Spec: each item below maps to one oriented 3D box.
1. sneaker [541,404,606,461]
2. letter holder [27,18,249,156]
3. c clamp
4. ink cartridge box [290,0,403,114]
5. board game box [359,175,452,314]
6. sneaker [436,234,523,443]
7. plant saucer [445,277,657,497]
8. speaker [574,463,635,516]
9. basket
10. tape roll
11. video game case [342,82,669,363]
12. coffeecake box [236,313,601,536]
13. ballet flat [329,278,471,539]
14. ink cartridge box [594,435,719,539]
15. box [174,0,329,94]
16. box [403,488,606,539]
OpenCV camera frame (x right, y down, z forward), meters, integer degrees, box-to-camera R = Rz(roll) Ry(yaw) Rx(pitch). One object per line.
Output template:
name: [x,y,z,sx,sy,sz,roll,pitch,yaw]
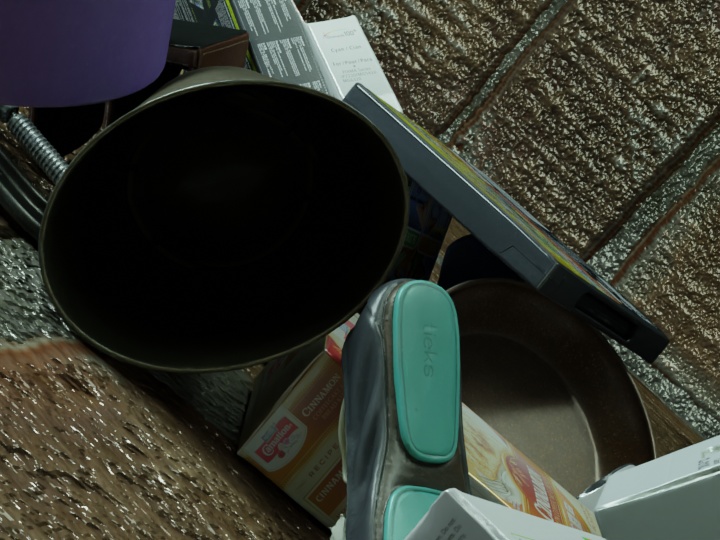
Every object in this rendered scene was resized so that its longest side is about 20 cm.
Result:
sneaker: [0.158,0.153,1.385,0.199,0.095,0.079,38,21,-14]
letter holder: [-0.142,-0.084,1.317,0.099,0.144,0.200,9,10,4]
c clamp: [-0.177,-0.051,1.162,0.200,0.027,0.171,47,14,11]
ink cartridge box: [-0.040,-0.109,1.505,0.044,0.201,0.177,-12,57,-23]
board game box: [0.000,0.000,1.341,0.034,0.137,0.200,20,-1,19]
sneaker: [0.061,0.043,1.367,0.089,0.078,0.201,42,36,-27]
plant saucer: [0.098,0.103,1.294,0.199,0.037,0.202,17,58,-30]
speaker: [0.189,0.213,1.194,0.200,0.081,0.081,51,10,17]
basket: [-0.072,-0.039,1.082,0.200,0.179,0.137,-113,-173,-78]
tape roll: [-0.198,-0.169,1.146,0.198,0.086,0.200,10,26,-5]
video game case: [0.093,-0.028,1.337,0.200,0.026,0.180,44,8,33]
coffeecake box: [0.035,0.113,1.102,0.200,0.073,0.154,40,9,-7]
ballet flat: [0.017,0.103,0.967,0.073,0.073,0.202,32,49,-50]
ink cartridge box: [0.187,0.192,1.046,0.146,0.082,0.202,-4,76,-80]
box: [-0.085,-0.140,1.481,0.201,0.044,0.160,68,-26,20]
box: [0.066,0.166,0.787,0.101,0.113,0.200,42,7,25]
